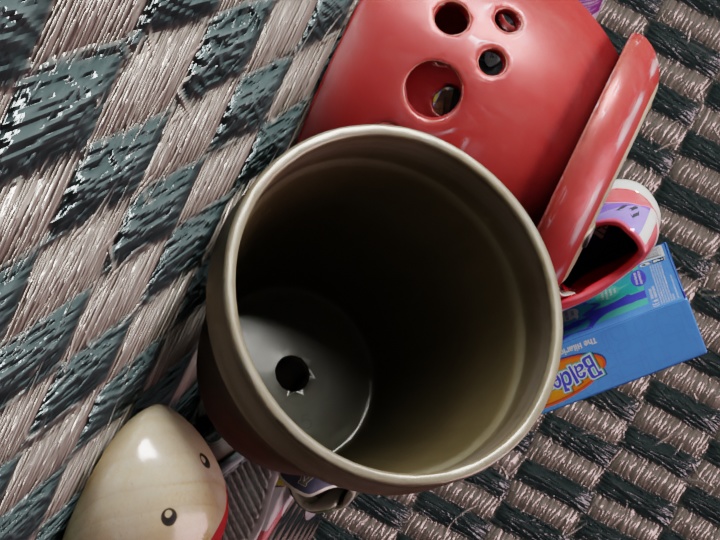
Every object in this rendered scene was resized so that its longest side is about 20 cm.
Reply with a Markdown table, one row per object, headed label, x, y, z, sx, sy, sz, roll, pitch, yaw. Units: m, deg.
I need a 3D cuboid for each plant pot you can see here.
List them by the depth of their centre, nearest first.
| label | x | y | z | sx | sy | sz | roll | pitch | yaw |
| --- | --- | --- | --- | --- | --- | --- | --- | --- | --- |
| plant pot | -0.013 | 0.039 | 1.303 | 0.200 | 0.200 | 0.173 | -61 | -167 | -26 |
| plant pot | 0.075 | -0.096 | 1.417 | 0.200 | 0.182 | 0.201 | 25 | 90 | -87 |

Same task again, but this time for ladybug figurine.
| label | x | y | z | sx | sy | sz | roll | pitch | yaw |
| --- | --- | --- | --- | --- | --- | --- | --- | --- | --- |
| ladybug figurine | -0.121 | 0.157 | 1.275 | 0.136 | 0.072 | 0.200 | -60 | 175 | -36 |

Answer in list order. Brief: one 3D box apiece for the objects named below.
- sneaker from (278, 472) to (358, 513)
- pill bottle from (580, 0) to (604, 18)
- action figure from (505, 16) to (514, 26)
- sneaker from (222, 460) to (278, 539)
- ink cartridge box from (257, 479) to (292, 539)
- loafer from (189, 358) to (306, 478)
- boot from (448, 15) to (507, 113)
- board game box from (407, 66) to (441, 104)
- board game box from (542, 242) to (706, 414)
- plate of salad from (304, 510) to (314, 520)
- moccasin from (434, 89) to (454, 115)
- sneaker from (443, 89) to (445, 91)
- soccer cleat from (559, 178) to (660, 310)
| label | x | y | z | sx | sy | sz | roll | pitch | yaw |
| --- | --- | --- | --- | --- | --- | --- | --- | --- | --- |
| sneaker | -0.017 | 0.115 | 1.509 | 0.090 | 0.067 | 0.200 | -57 | 171 | -5 |
| pill bottle | 0.159 | -0.281 | 1.737 | 0.112 | 0.112 | 0.200 | -59 | 173 | -46 |
| action figure | 0.099 | -0.197 | 1.564 | 0.119 | 0.102 | 0.201 | 35 | 37 | -65 |
| sneaker | -0.099 | 0.164 | 1.570 | 0.200 | 0.074 | 0.082 | -53 | 174 | -42 |
| ink cartridge box | -0.059 | 0.105 | 1.710 | 0.117 | 0.067 | 0.200 | -57 | 172 | -52 |
| loafer | -0.083 | 0.087 | 1.501 | 0.072 | 0.063 | 0.200 | -37 | -178 | 21 |
| boot | 0.115 | -0.087 | 1.637 | 0.066 | 0.164 | 0.201 | 28 | 77 | -42 |
| board game box | 0.021 | -0.109 | 1.624 | 0.136 | 0.034 | 0.200 | -64 | 176 | 3 |
| board game box | 0.131 | 0.052 | 1.590 | 0.199 | 0.045 | 0.152 | -20 | -167 | 8 |
| plate of salad | 0.012 | 0.100 | 1.722 | 0.201 | 0.048 | 0.200 | -62 | 173 | -14 |
| moccasin | 0.075 | -0.040 | 1.779 | 0.074 | 0.077 | 0.202 | -66 | 146 | -79 |
| sneaker | 0.075 | -0.049 | 2.002 | 0.067 | 0.090 | 0.201 | -30 | 142 | -63 |
| soccer cleat | 0.106 | 0.008 | 1.520 | 0.199 | 0.068 | 0.073 | -29 | -166 | 17 |
